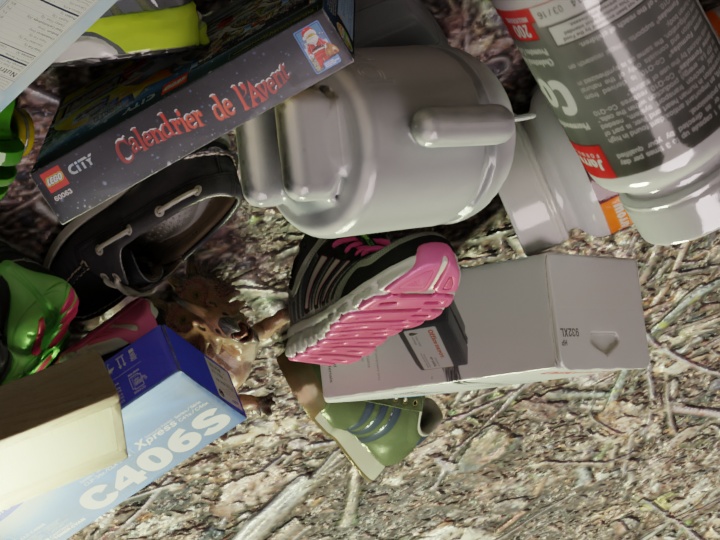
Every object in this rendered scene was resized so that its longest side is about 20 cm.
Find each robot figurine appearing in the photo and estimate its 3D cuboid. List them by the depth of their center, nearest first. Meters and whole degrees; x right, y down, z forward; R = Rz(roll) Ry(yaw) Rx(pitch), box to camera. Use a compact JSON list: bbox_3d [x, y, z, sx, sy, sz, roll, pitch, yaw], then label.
[{"bbox_3d":[0.017,-0.081,1.328,0.199,0.114,0.169,-8,-175,-42],"label":"robot figurine"}]

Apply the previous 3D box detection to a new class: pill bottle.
[{"bbox_3d":[0.173,-0.122,1.352,0.113,0.114,0.201,-28,111,11],"label":"pill bottle"},{"bbox_3d":[0.186,-0.093,1.482,0.199,0.115,0.114,-24,147,5],"label":"pill bottle"}]

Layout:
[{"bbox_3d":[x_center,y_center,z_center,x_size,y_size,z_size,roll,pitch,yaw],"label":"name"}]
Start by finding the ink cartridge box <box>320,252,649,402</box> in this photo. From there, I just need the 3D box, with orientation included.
[{"bbox_3d":[0.088,0.042,1.556,0.199,0.084,0.145,-10,173,34],"label":"ink cartridge box"}]

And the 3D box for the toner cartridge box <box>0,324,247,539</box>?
[{"bbox_3d":[-0.184,0.122,1.462,0.199,0.043,0.095,-34,144,11],"label":"toner cartridge box"}]

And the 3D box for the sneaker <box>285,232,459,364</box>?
[{"bbox_3d":[0.000,0.000,1.451,0.073,0.088,0.200,-1,163,-25],"label":"sneaker"}]

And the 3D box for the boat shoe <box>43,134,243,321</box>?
[{"bbox_3d":[-0.148,-0.018,1.456,0.074,0.061,0.200,12,136,-46],"label":"boat shoe"}]

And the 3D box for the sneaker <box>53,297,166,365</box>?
[{"bbox_3d":[-0.174,0.087,1.526,0.074,0.088,0.200,-37,178,-36],"label":"sneaker"}]

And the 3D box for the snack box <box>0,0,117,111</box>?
[{"bbox_3d":[-0.169,-0.198,1.083,0.200,0.169,0.067,-40,141,27],"label":"snack box"}]

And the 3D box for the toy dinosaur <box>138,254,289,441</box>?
[{"bbox_3d":[-0.128,0.056,1.565,0.199,0.086,0.135,-28,141,36],"label":"toy dinosaur"}]

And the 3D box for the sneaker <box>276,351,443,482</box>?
[{"bbox_3d":[0.006,0.096,1.713,0.090,0.067,0.200,-32,147,3],"label":"sneaker"}]

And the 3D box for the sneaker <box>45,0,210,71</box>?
[{"bbox_3d":[-0.181,-0.154,1.217,0.199,0.082,0.074,-10,-176,-37],"label":"sneaker"}]

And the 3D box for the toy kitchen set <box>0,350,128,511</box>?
[{"bbox_3d":[-0.272,0.082,1.417,0.179,0.201,0.164,-21,148,-15],"label":"toy kitchen set"}]

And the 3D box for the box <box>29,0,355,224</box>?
[{"bbox_3d":[-0.097,-0.112,1.284,0.199,0.137,0.038,-28,111,12],"label":"box"}]

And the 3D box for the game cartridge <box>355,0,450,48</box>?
[{"bbox_3d":[0.006,-0.108,1.436,0.133,0.041,0.200,-25,147,0],"label":"game cartridge"}]

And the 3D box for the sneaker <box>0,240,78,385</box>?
[{"bbox_3d":[-0.247,0.032,1.478,0.077,0.084,0.200,-42,175,-31],"label":"sneaker"}]

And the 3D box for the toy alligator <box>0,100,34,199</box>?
[{"bbox_3d":[-0.253,-0.047,1.356,0.059,0.055,0.200,-2,146,-40],"label":"toy alligator"}]
